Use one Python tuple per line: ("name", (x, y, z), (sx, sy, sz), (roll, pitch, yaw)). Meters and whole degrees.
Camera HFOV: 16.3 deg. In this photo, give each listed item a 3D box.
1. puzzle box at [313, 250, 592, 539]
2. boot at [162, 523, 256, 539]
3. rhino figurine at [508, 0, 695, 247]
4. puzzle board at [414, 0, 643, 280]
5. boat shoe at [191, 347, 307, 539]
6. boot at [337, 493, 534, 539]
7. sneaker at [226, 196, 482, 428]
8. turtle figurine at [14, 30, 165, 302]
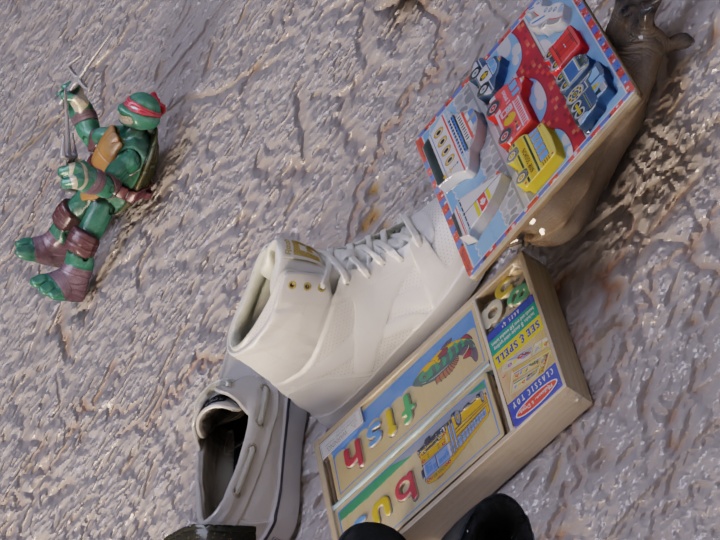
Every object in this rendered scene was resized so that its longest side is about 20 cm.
("puzzle box", (0.052, 0.096, 1.549), (0.200, 0.025, 0.133), (-44, 34, 21))
("boot", (-0.119, 0.245, 1.618), (0.200, 0.067, 0.132), (144, 127, -60))
("rhino figurine", (0.144, -0.100, 1.563), (0.201, 0.060, 0.087), (-58, 26, -3))
("puzzle board", (0.097, -0.095, 1.554), (0.151, 0.017, 0.200), (-48, 24, 15))
("boat shoe", (-0.083, 0.104, 1.697), (0.072, 0.066, 0.201), (-34, 38, 35))
("boot", (0.034, 0.175, 1.391), (0.200, 0.065, 0.166), (120, 158, -52))
("sneaker", (0.000, 0.000, 1.626), (0.200, 0.115, 0.074), (-51, 29, 9))
("turtle figurine", (-0.214, -0.082, 2.027), (0.150, 0.100, 0.201), (-103, 36, -69))
